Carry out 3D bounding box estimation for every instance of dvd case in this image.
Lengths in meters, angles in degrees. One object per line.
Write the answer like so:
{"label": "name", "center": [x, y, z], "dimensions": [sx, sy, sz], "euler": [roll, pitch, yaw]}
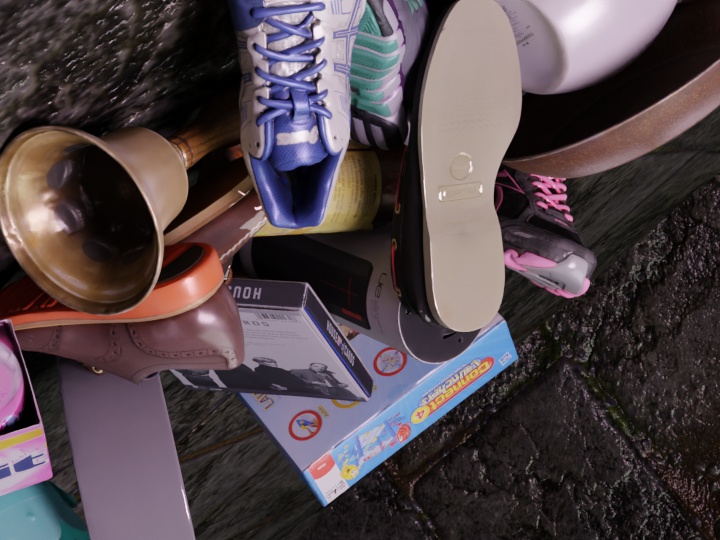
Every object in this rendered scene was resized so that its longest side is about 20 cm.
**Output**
{"label": "dvd case", "center": [-0.084, 0.050, 1.080], "dimensions": [0.149, 0.025, 0.200], "euler": [3, 158, 15]}

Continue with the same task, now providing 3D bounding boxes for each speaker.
{"label": "speaker", "center": [0.000, 0.000, 1.060], "dimensions": [0.081, 0.200, 0.082], "euler": [-12, 112, -34]}

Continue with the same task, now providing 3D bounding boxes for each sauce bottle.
{"label": "sauce bottle", "center": [-0.007, -0.056, 0.995], "dimensions": [0.199, 0.066, 0.066], "euler": [-2, 149, -31]}

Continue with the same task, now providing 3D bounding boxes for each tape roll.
{"label": "tape roll", "center": [-0.154, 0.146, 1.033], "dimensions": [0.066, 0.202, 0.200], "euler": [-12, 163, -8]}

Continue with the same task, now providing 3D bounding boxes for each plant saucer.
{"label": "plant saucer", "center": [0.175, -0.114, 0.974], "dimensions": [0.200, 0.037, 0.201], "euler": [-31, -164, 10]}

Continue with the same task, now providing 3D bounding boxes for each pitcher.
{"label": "pitcher", "center": [0.148, -0.197, 0.997], "dimensions": [0.200, 0.121, 0.171], "euler": [-45, -172, -27]}

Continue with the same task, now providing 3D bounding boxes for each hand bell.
{"label": "hand bell", "center": [-0.099, -0.067, 0.841], "dimensions": [0.104, 0.104, 0.200], "euler": [-48, 178, 39]}

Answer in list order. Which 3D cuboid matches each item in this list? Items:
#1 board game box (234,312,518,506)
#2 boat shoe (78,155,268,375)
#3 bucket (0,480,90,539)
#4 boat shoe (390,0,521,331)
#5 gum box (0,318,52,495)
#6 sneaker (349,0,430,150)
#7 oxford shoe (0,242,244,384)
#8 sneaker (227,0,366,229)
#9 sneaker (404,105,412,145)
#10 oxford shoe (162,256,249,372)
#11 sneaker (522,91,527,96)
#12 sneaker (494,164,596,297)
{"label": "board game box", "center": [-0.010, 0.055, 1.226], "dimensions": [0.195, 0.200, 0.056], "euler": [-36, 139, -9]}
{"label": "boat shoe", "center": [-0.114, 0.000, 0.922], "dimensions": [0.199, 0.070, 0.071], "euler": [-30, -162, 34]}
{"label": "bucket", "center": [-0.296, 0.181, 1.000], "dimensions": [0.207, 0.135, 0.207], "euler": [-35, 168, -9]}
{"label": "boat shoe", "center": [0.053, -0.066, 0.931], "dimensions": [0.073, 0.203, 0.063], "euler": [-1, -173, -29]}
{"label": "gum box", "center": [-0.275, 0.102, 0.830], "dimensions": [0.199, 0.067, 0.114], "euler": [-18, 162, -15]}
{"label": "sneaker", "center": [0.003, -0.149, 0.884], "dimensions": [0.200, 0.074, 0.088], "euler": [79, 31, -70]}
{"label": "oxford shoe", "center": [-0.151, 0.036, 0.867], "dimensions": [0.199, 0.073, 0.071], "euler": [-5, -151, 39]}
{"label": "sneaker", "center": [-0.028, -0.100, 0.766], "dimensions": [0.075, 0.089, 0.201], "euler": [-6, 147, -2]}
{"label": "sneaker", "center": [0.021, -0.078, 1.171], "dimensions": [0.086, 0.075, 0.200], "euler": [-29, 164, 7]}
{"label": "oxford shoe", "center": [-0.094, 0.023, 1.195], "dimensions": [0.199, 0.072, 0.071], "euler": [-21, 148, -4]}
{"label": "sneaker", "center": [0.076, -0.136, 1.067], "dimensions": [0.079, 0.079, 0.200], "euler": [-35, 180, 7]}
{"label": "sneaker", "center": [0.115, -0.049, 1.064], "dimensions": [0.096, 0.079, 0.200], "euler": [-58, -154, 6]}
